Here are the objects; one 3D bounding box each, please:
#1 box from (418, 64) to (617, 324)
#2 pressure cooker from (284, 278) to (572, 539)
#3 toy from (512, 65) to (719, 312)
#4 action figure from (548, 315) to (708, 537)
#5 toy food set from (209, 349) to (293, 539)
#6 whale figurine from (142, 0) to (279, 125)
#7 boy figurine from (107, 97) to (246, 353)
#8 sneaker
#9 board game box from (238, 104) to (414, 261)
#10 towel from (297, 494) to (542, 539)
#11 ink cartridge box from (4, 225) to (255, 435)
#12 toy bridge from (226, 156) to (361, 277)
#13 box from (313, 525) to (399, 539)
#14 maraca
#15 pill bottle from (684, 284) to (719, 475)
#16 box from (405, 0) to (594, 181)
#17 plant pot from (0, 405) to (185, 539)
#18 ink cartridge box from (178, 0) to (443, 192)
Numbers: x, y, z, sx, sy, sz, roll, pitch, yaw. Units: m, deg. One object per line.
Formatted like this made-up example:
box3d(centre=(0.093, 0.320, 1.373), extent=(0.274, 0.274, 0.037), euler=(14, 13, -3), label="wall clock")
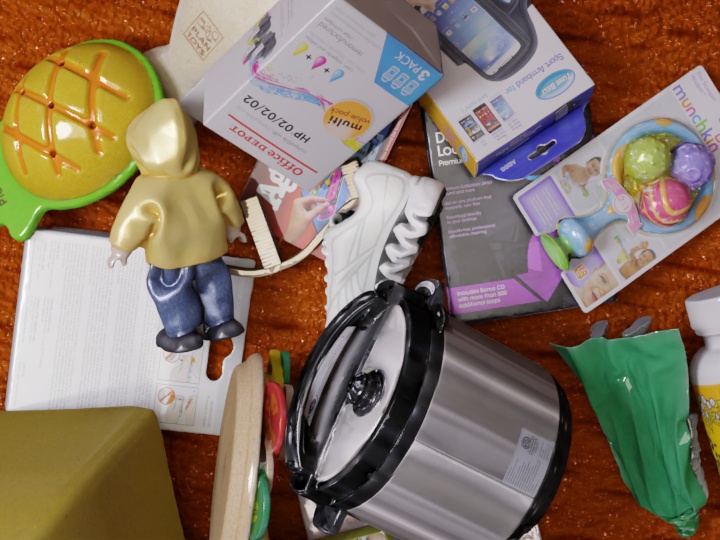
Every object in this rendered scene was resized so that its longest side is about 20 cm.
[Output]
box3d(centre=(0.131, -0.063, 1.174), extent=(0.141, 0.036, 0.202), euler=(-9, 91, -1), label="box")
box3d(centre=(0.042, 0.114, 1.077), extent=(0.199, 0.177, 0.179), euler=(27, 128, -22), label="pressure cooker")
box3d(centre=(0.237, -0.068, 1.141), extent=(0.199, 0.047, 0.116), euler=(-34, 95, -5), label="toy")
box3d(centre=(0.243, 0.136, 1.160), extent=(0.117, 0.055, 0.202), euler=(-6, 113, 42), label="action figure")
box3d(centre=(-0.089, 0.164, 1.135), extent=(0.048, 0.200, 0.200), euler=(7, 116, -9), label="toy food set")
box3d(centre=(-0.099, -0.209, 1.176), extent=(0.200, 0.104, 0.160), euler=(-42, 85, 30), label="whale figurine")
box3d(centre=(-0.152, -0.036, 1.126), extent=(0.123, 0.064, 0.202), euler=(-19, 105, -31), label="boy figurine")
box3d(centre=(0.000, 0.000, 1.163), extent=(0.080, 0.075, 0.201), euler=(25, 113, 3), label="sneaker")
box3d(centre=(-0.022, -0.117, 1.200), extent=(0.102, 0.019, 0.202), euler=(26, 95, 4), label="board game box")
box3d(centre=(0.052, 0.222, 1.207), extent=(0.198, 0.032, 0.193), euler=(-15, 91, 5), label="towel")
box3d(centre=(-0.202, 0.053, 1.225), extent=(0.198, 0.050, 0.164), euler=(7, 94, -13), label="ink cartridge box")
box3d(centre=(-0.084, -0.031, 1.185), extent=(0.198, 0.027, 0.068), euler=(-20, 98, 3), label="toy bridge")
box3d(centre=(-0.044, 0.268, 1.178), extent=(0.198, 0.050, 0.076), euler=(-21, 89, 26), label="box")
box3d(centre=(-0.252, -0.111, 1.177), extent=(0.199, 0.107, 0.138), euler=(-34, 67, 9), label="maraca")
box3d(centre=(0.332, 0.109, 1.133), extent=(0.112, 0.113, 0.202), euler=(-17, 92, 6), label="pill bottle")
box3d(centre=(0.098, -0.172, 1.138), extent=(0.118, 0.042, 0.201), euler=(-33, 73, -8), label="box")
box3d(centre=(-0.269, 0.243, 1.114), extent=(0.192, 0.200, 0.198), euler=(-4, 109, 20), label="plant pot")
box3d(centre=(-0.044, -0.141, 1.099), extent=(0.115, 0.068, 0.200), euler=(31, 126, -31), label="ink cartridge box")
